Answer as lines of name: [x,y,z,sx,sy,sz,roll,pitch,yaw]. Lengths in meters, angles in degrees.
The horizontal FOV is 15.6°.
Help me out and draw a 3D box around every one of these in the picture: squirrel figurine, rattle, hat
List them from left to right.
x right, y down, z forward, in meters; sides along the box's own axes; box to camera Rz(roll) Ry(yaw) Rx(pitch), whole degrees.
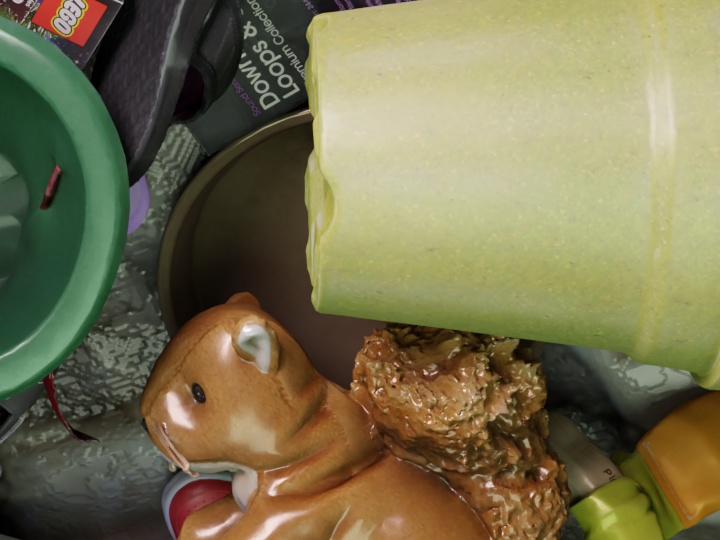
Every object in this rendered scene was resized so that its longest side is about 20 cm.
hat: [-0.183,-0.023,1.219,0.165,0.176,0.201,18,97,0]
squirrel figurine: [-0.003,0.086,1.249,0.199,0.142,0.187,-29,95,3]
rattle: [0.123,0.144,1.382,0.130,0.143,0.201,32,139,16]

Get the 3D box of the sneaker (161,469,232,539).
sneaker: [-0.035,0.194,1.360,0.071,0.113,0.200,-30,118,16]

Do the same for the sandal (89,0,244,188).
sandal: [-0.071,-0.112,1.154,0.048,0.075,0.201,11,123,-27]

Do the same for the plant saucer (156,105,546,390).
plant saucer: [0.000,0.000,1.289,0.199,0.030,0.201,0,123,0]

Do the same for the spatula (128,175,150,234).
spatula: [-0.145,-0.102,1.225,0.056,0.021,0.201,-8,121,9]

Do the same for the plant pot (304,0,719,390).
plant pot: [0.068,-0.048,1.154,0.183,0.201,0.201,0,122,-4]

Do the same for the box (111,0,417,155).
box: [-0.026,-0.155,1.187,0.199,0.036,0.143,-28,118,17]

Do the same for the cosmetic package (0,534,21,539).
cosmetic package: [-0.194,0.241,1.377,0.085,0.108,0.201,10,131,43]

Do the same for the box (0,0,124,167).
box: [-0.206,-0.094,1.196,0.136,0.038,0.200,26,129,-14]

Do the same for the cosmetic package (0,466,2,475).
cosmetic package: [-0.255,0.052,1.218,0.074,0.102,0.201,-16,115,23]

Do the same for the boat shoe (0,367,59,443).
boat shoe: [-0.204,0.073,1.313,0.067,0.057,0.200,32,116,-19]
